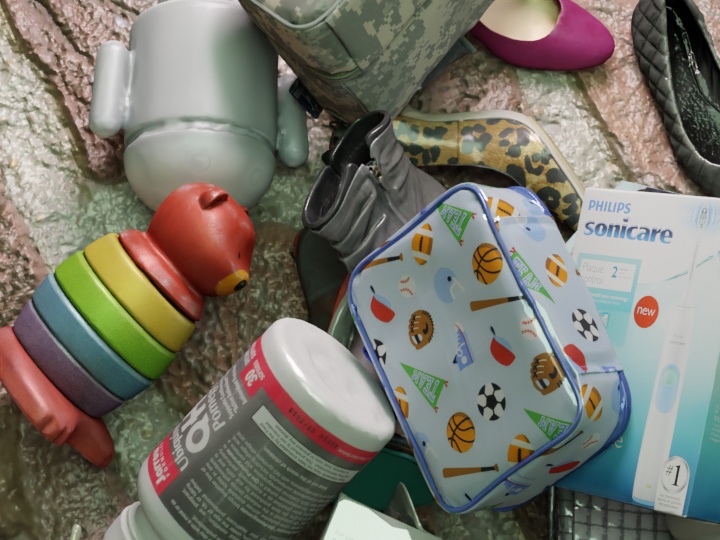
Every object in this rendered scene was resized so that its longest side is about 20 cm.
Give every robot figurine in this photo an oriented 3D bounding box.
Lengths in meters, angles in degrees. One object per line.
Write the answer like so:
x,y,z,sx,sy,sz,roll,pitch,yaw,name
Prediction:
-0.116,-0.121,1.563,0.168,0.113,0.202,8,70,-17,robot figurine

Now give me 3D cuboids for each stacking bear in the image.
-0.156,0.022,1.482,0.200,0.121,0.114,-42,66,1,stacking bear

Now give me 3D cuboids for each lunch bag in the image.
0.077,0.049,1.380,0.075,0.160,0.201,1,58,-46,lunch bag
0.018,-0.208,1.517,0.200,0.168,0.139,-48,46,-6,lunch bag

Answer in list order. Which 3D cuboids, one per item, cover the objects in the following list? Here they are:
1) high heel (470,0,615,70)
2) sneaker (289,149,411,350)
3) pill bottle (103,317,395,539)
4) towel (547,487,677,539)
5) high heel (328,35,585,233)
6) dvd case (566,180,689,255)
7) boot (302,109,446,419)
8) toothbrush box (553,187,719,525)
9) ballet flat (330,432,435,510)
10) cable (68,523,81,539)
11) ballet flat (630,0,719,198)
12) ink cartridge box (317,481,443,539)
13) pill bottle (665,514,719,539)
0.107,-0.213,1.627,0.198,0.096,0.068,17,71,-1,high heel
-0.013,0.003,1.567,0.081,0.077,0.202,7,82,41,sneaker
-0.079,0.137,1.420,0.111,0.111,0.200,46,106,9,pill bottle
0.216,0.151,1.530,0.164,0.086,0.202,3,73,-4,towel
0.077,-0.069,1.610,0.142,0.071,0.200,-40,94,7,high heel
0.163,0.021,1.521,0.022,0.146,0.200,44,82,-21,dvd case
0.000,0.000,1.479,0.069,0.132,0.201,-6,55,38,boot
0.203,0.055,1.373,0.085,0.146,0.202,16,86,-39,toothbrush box
-0.036,0.128,1.518,0.198,0.074,0.075,5,71,-7,ballet flat
-0.208,0.272,1.453,0.096,0.050,0.201,21,69,-6,cable
0.264,-0.130,1.639,0.066,0.057,0.201,-24,76,-13,ballet flat
0.007,0.255,1.444,0.124,0.129,0.201,24,70,1,ink cartridge box
0.260,0.127,1.438,0.110,0.111,0.202,2,73,-6,pill bottle
